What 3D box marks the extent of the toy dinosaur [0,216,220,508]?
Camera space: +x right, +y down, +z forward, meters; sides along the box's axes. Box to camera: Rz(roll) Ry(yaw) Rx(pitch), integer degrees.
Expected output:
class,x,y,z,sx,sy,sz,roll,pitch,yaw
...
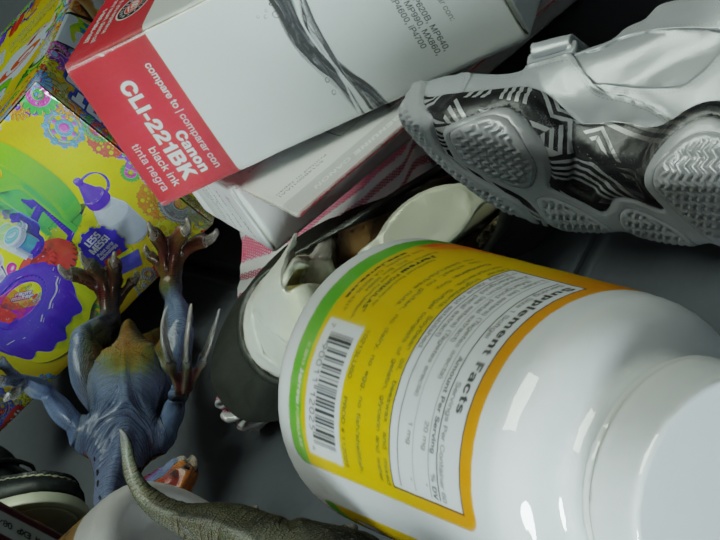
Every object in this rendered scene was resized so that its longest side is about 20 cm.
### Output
class,x,y,z,sx,sy,sz,roll,pitch,yaw
toy dinosaur,-0.099,0.066,1.207,0.104,0.200,0.183,-13,59,15

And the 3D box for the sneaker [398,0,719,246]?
class,x,y,z,sx,sy,sz,roll,pitch,yaw
sneaker,0.115,-0.076,0.991,0.199,0.075,0.115,12,66,38

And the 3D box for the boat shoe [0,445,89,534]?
class,x,y,z,sx,sy,sz,roll,pitch,yaw
boat shoe,-0.205,0.127,1.340,0.199,0.074,0.067,-35,46,53

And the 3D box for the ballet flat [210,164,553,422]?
class,x,y,z,sx,sy,sz,roll,pitch,yaw
ballet flat,0.000,0.000,1.095,0.200,0.068,0.068,-37,76,19

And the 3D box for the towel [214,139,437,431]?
class,x,y,z,sx,sy,sz,roll,pitch,yaw
towel,-0.013,-0.028,1.230,0.146,0.030,0.201,-38,33,33

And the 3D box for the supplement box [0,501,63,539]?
class,x,y,z,sx,sy,sz,roll,pitch,yaw
supplement box,-0.231,0.200,1.268,0.200,0.110,0.086,-37,33,35

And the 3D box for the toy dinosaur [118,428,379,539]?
class,x,y,z,sx,sy,sz,roll,pitch,yaw
toy dinosaur,-0.006,0.123,0.901,0.077,0.201,0.102,-36,6,-6

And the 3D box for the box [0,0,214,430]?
class,x,y,z,sx,sy,sz,roll,pitch,yaw
box,-0.174,-0.051,1.381,0.200,0.122,0.193,-42,19,28

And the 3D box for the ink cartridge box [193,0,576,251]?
class,x,y,z,sx,sy,sz,roll,pitch,yaw
ink cartridge box,0.022,-0.087,1.143,0.200,0.045,0.176,-40,24,-10

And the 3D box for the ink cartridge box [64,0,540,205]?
class,x,y,z,sx,sy,sz,roll,pitch,yaw
ink cartridge box,-0.014,-0.131,1.115,0.199,0.084,0.145,-24,25,27

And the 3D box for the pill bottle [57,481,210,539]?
class,x,y,z,sx,sy,sz,roll,pitch,yaw
pill bottle,-0.131,0.194,1.107,0.200,0.114,0.115,-42,31,28

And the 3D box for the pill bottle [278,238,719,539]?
class,x,y,z,sx,sy,sz,roll,pitch,yaw
pill bottle,0.066,0.057,0.863,0.200,0.111,0.112,16,76,56
